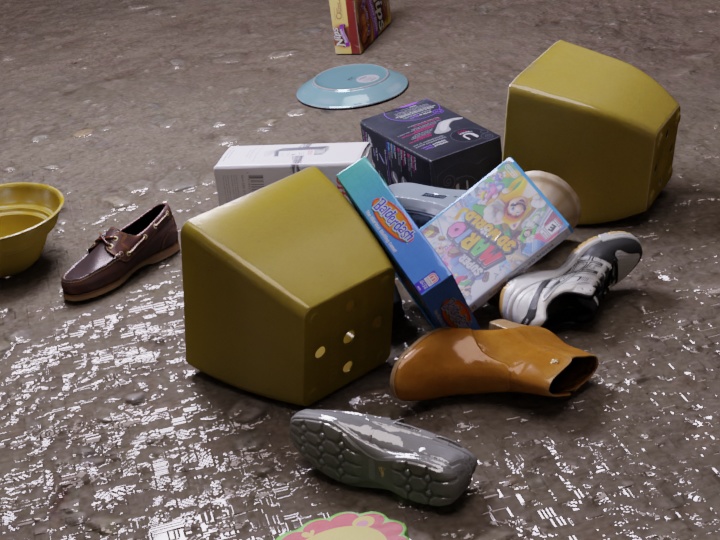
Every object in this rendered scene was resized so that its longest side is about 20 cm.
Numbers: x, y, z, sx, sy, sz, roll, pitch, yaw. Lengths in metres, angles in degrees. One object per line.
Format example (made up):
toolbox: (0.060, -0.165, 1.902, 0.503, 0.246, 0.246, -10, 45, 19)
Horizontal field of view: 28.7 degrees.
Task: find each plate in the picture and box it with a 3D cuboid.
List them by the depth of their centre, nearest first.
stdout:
plate: (-0.016, -0.330, 2.468, 0.198, 0.026, 0.201, -6, 25, 3)

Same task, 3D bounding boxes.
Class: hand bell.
hand bell: (0.200, -0.026, 1.765, 0.103, 0.105, 0.200, 6, 41, 25)

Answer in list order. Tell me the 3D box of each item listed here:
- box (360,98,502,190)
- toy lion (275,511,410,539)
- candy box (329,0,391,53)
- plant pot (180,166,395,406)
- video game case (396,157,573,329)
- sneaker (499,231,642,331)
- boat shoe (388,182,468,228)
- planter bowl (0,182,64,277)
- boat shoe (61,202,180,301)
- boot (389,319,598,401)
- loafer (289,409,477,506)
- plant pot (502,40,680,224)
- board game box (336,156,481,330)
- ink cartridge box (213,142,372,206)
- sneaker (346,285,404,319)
box: (0.102, -0.155, 1.997, 0.121, 0.107, 0.200, -21, 30, -22)
toy lion: (-0.028, 0.280, 1.224, 0.199, 0.069, 0.191, -25, 25, -31)
candy box: (0.001, -0.504, 2.709, 0.056, 0.118, 0.200, 2, 28, 18)
plant pot: (-0.068, 0.034, 1.587, 0.199, 0.201, 0.176, -27, 45, -35)
video game case: (0.139, -0.031, 1.688, 0.200, 0.018, 0.143, -39, 49, 4)
sneaker: (0.263, 0.026, 1.651, 0.199, 0.076, 0.088, -28, 38, -18)
boat shoe: (0.115, -0.053, 1.807, 0.199, 0.092, 0.071, 15, 31, 39)
planter bowl: (-0.503, -0.045, 1.951, 0.198, 0.084, 0.201, -5, 26, 2)
boat shoe: (-0.327, -0.028, 1.892, 0.070, 0.071, 0.200, 14, 34, 34)
boot: (0.146, 0.106, 1.504, 0.200, 0.071, 0.144, -20, 26, -34)
loafer: (0.021, 0.179, 1.401, 0.199, 0.071, 0.070, 18, 29, 27)
plant pot: (0.318, -0.174, 1.903, 0.199, 0.196, 0.195, 16, 33, 24)
board game box: (0.057, -0.016, 1.604, 0.045, 0.152, 0.200, -34, 56, -1)
ink cartridge box: (-0.080, -0.089, 1.865, 0.198, 0.147, 0.085, 0, 26, 14)
sneaker: (0.000, 0.000, 1.733, 0.075, 0.092, 0.200, -12, 28, -14)
